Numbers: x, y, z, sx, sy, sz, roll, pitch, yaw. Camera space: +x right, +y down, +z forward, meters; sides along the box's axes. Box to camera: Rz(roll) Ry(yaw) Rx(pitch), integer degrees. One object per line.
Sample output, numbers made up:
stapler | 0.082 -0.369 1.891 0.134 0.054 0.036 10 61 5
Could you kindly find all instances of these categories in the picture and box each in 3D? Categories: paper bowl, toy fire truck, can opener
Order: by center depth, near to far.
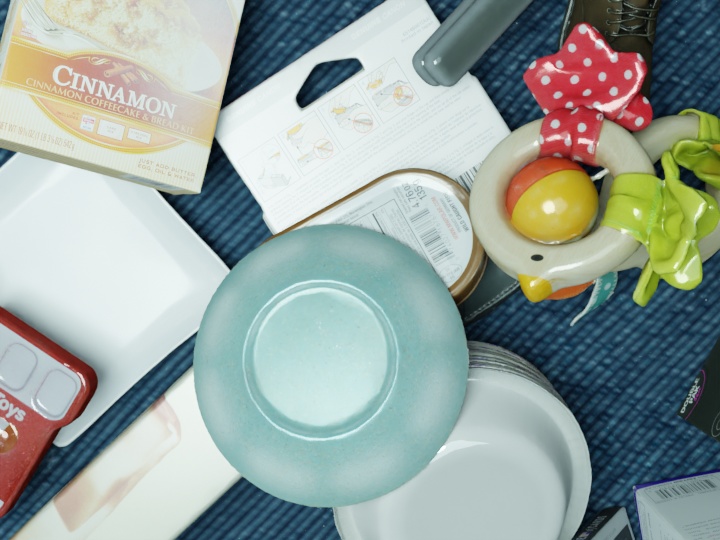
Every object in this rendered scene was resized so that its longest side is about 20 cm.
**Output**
can opener | 0.108 -0.224 0.724 0.066 0.053 0.200 38 90 -18
toy fire truck | -0.317 0.091 0.739 0.200 0.112 0.168 34 95 4
paper bowl | 0.077 0.162 0.742 0.199 0.104 0.202 -1 107 -4

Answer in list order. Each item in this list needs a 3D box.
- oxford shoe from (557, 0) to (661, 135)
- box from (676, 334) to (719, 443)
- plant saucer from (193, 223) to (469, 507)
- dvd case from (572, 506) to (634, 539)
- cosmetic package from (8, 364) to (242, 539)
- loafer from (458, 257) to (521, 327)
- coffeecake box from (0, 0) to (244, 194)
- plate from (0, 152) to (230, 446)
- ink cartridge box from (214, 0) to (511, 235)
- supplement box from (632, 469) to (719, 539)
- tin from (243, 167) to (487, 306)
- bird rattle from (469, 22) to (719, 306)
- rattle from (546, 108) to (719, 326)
oxford shoe | 0.195 -0.189 0.749 0.072 0.084 0.201 -6 98 -5
box | 0.346 0.092 0.712 0.124 0.200 0.149 29 94 -1
plant saucer | -0.025 0.062 0.678 0.200 0.039 0.202 -2 79 8
dvd case | 0.202 0.298 0.741 0.025 0.150 0.201 -19 85 29
cosmetic package | -0.165 0.165 0.761 0.200 0.103 0.087 -43 91 1
loafer | 0.051 0.027 0.769 0.200 0.070 0.068 -26 94 1
coffeecake box | -0.174 -0.172 0.710 0.153 0.073 0.201 14 86 -27
plate | -0.230 0.004 0.783 0.199 0.032 0.200 -41 94 3
ink cartridge box | 0.008 -0.095 0.773 0.199 0.045 0.177 -33 93 1
supplement box | 0.285 0.227 0.721 0.101 0.200 0.104 -10 94 0
tin | 0.000 0.000 0.726 0.199 0.042 0.112 -30 73 1
bird rattle | 0.150 -0.066 0.674 0.163 0.113 0.201 -29 66 3
rattle | 0.235 -0.021 0.732 0.200 0.143 0.130 -39 130 -6
